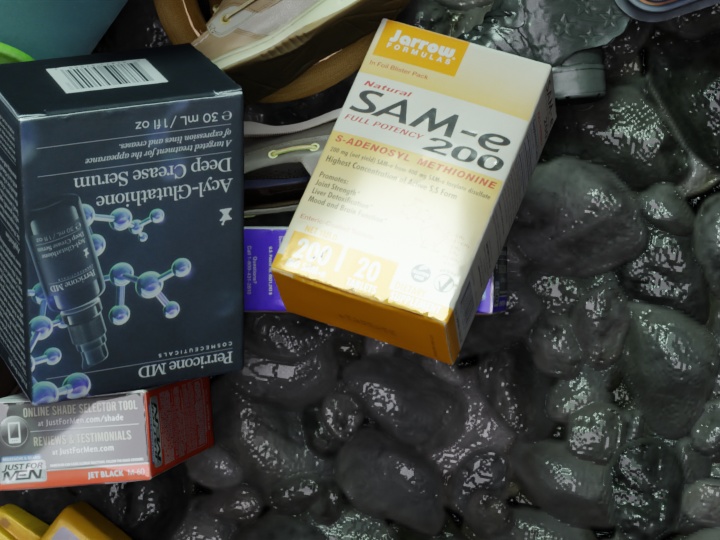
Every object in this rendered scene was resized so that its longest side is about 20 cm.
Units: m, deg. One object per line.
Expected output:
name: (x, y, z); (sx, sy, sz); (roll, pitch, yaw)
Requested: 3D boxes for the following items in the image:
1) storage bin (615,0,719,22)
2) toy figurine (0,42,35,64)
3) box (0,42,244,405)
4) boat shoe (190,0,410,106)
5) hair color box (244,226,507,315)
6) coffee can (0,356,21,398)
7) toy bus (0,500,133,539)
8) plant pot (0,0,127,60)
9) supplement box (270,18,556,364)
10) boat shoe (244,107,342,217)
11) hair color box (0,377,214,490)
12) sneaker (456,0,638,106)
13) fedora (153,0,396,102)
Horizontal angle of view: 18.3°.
storage bin: (0.259, -0.270, 1.501); (0.200, 0.134, 0.146); (-19, 87, -5)
toy figurine: (-0.321, -0.059, 1.487); (0.200, 0.150, 0.184); (4, 67, 13)
box: (-0.161, -0.032, 1.450); (0.148, 0.107, 0.200); (-9, 116, -21)
boat shoe: (-0.062, -0.168, 1.521); (0.200, 0.074, 0.066); (-26, 71, 9)
hair color box: (0.000, 0.000, 1.571); (0.200, 0.109, 0.065); (-1, 90, 9)
coffee can: (-0.334, 0.021, 1.603); (0.200, 0.146, 0.146); (36, 95, 7)
toy bus: (-0.184, 0.235, 1.621); (0.200, 0.065, 0.078); (38, 95, 7)
plant pot: (-0.268, -0.236, 1.511); (0.141, 0.200, 0.141); (-53, 49, 12)
supplement box: (0.038, -0.054, 1.482); (0.126, 0.074, 0.200); (17, 68, 15)
boat shoe: (-0.032, -0.073, 1.586); (0.200, 0.072, 0.060); (-4, 54, 12)
hair color box: (-0.176, 0.108, 1.551); (0.111, 0.200, 0.064); (-5, 90, 9)
sneaker: (0.107, -0.168, 1.583); (0.199, 0.060, 0.104); (-2, 89, 5)
fedora: (-0.052, -0.218, 1.592); (0.200, 0.082, 0.201); (0, 90, 9)
